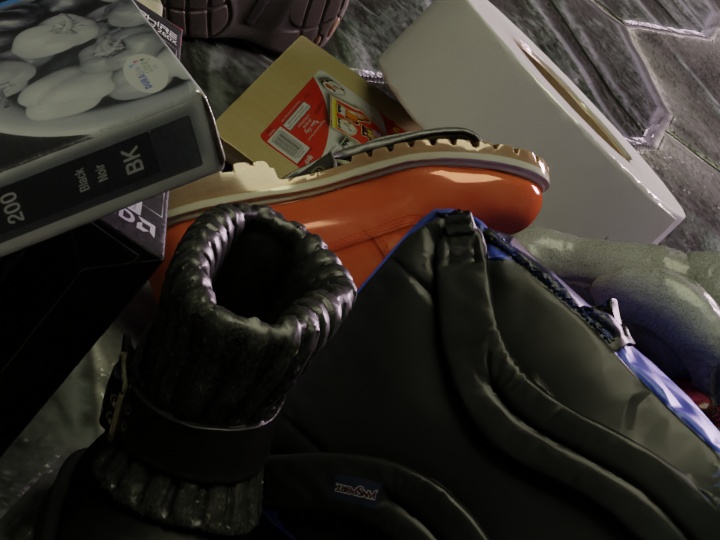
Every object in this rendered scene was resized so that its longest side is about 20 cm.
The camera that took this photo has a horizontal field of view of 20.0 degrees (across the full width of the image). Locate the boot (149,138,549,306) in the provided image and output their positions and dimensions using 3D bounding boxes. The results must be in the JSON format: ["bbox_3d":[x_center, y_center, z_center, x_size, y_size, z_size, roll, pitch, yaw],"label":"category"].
[{"bbox_3d":[0.000,0.000,0.949,0.199,0.075,0.108,-11,76,-11],"label":"boot"}]

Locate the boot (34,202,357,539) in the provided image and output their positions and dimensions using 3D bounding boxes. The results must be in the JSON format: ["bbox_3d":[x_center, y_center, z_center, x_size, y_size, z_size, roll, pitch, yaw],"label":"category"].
[{"bbox_3d":[-0.061,0.083,0.725,0.079,0.158,0.212,22,29,-24],"label":"boot"}]

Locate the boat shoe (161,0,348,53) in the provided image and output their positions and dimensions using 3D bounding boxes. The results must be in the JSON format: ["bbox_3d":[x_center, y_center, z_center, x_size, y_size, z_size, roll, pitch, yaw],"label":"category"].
[{"bbox_3d":[-0.094,-0.185,1.235,0.200,0.076,0.072,17,26,-50],"label":"boat shoe"}]

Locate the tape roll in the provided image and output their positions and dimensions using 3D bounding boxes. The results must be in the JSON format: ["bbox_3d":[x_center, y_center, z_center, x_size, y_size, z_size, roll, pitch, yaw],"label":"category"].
[{"bbox_3d":[0.104,-0.080,1.228,0.202,0.071,0.203,44,11,-11],"label":"tape roll"}]

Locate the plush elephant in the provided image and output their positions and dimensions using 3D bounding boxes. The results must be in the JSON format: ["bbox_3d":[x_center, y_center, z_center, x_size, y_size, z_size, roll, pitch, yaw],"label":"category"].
[{"bbox_3d":[0.172,0.078,1.033,0.165,0.199,0.156,54,40,-53],"label":"plush elephant"}]

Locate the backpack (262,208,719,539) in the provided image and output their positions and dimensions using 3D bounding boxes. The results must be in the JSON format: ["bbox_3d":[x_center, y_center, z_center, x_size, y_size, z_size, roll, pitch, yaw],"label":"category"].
[{"bbox_3d":[0.076,0.091,0.872,0.200,0.163,0.168,41,7,14],"label":"backpack"}]

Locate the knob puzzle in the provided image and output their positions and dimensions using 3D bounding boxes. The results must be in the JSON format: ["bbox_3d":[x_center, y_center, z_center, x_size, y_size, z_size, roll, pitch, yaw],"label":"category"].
[{"bbox_3d":[0.015,-0.040,1.162,0.219,0.031,0.220,28,28,-17],"label":"knob puzzle"}]

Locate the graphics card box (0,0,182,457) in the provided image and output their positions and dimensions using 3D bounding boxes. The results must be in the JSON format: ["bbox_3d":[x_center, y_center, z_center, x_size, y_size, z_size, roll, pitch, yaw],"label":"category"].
[{"bbox_3d":[-0.131,-0.026,0.860,0.051,0.126,0.200,32,26,-22],"label":"graphics card box"}]

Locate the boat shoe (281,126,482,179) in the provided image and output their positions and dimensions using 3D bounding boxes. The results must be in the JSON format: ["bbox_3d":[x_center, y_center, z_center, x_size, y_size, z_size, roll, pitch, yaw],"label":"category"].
[{"bbox_3d":[-0.012,-0.029,1.028,0.200,0.066,0.072,-26,67,-43],"label":"boat shoe"}]

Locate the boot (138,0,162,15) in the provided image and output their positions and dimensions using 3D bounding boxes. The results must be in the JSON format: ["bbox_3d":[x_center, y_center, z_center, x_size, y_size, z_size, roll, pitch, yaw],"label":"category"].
[{"bbox_3d":[-0.181,-0.133,1.039,0.154,0.072,0.200,29,25,-12],"label":"boot"}]

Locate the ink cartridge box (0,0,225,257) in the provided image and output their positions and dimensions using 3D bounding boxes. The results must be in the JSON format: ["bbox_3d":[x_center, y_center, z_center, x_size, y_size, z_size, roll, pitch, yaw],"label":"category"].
[{"bbox_3d":[-0.174,-0.057,0.781,0.199,0.044,0.198,-23,34,-10],"label":"ink cartridge box"}]
